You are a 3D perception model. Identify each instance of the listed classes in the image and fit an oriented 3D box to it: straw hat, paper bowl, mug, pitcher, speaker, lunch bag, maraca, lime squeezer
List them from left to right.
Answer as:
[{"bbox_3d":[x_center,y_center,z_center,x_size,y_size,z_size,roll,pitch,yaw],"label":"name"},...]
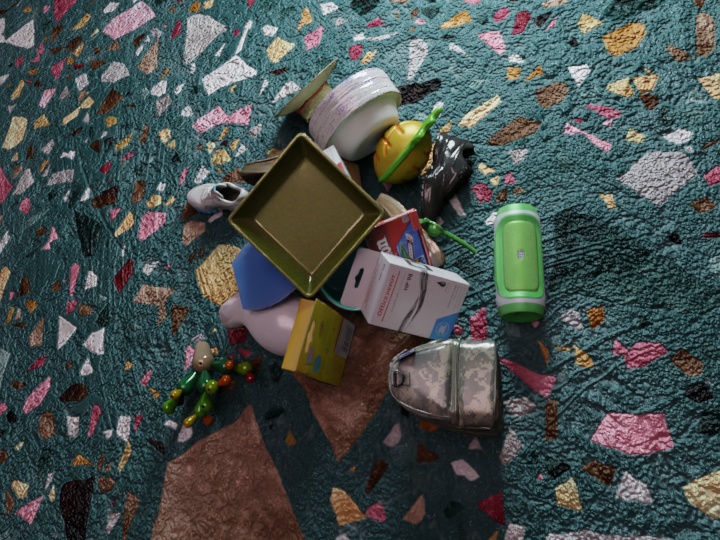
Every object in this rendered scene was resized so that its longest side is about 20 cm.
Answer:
[{"bbox_3d":[-0.162,0.075,1.059,0.198,0.122,0.173,17,62,35],"label":"pitcher"},{"bbox_3d":[-0.099,-0.385,1.213,0.201,0.201,0.085,-43,106,0],"label":"straw hat"},{"bbox_3d":[-0.010,0.005,1.018,0.185,0.114,0.153,41,83,-14],"label":"mug"},{"bbox_3d":[0.000,-0.308,1.094,0.200,0.201,0.105,-37,84,3],"label":"paper bowl"},{"bbox_3d":[0.096,-0.249,1.057,0.106,0.200,0.138,36,51,-10],"label":"maraca"},{"bbox_3d":[0.124,-0.064,0.977,0.197,0.038,0.072,-2,64,-13],"label":"lime squeezer"},{"bbox_3d":[0.143,0.191,0.855,0.165,0.200,0.142,-3,68,16],"label":"lunch bag"},{"bbox_3d":[0.284,-0.014,0.947,0.087,0.088,0.203,-3,69,18],"label":"speaker"}]

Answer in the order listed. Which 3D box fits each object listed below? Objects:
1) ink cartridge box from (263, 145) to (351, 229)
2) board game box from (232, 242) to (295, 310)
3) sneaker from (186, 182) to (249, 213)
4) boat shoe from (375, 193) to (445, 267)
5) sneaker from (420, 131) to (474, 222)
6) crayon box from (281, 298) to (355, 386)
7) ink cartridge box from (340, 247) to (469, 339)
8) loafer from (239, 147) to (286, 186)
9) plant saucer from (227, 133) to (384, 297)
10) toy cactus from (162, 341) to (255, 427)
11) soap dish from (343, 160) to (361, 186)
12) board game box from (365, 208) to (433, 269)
[{"bbox_3d":[-0.107,-0.130,1.011,0.198,0.083,0.148,-28,42,6],"label":"ink cartridge box"},{"bbox_3d":[-0.168,-0.002,1.040,0.157,0.039,0.201,-31,47,5],"label":"board game box"},{"bbox_3d":[-0.328,-0.177,1.219,0.197,0.087,0.076,6,74,22],"label":"sneaker"},{"bbox_3d":[0.082,-0.071,1.043,0.069,0.074,0.200,-38,64,-5],"label":"boat shoe"},{"bbox_3d":[0.175,-0.183,1.058,0.089,0.076,0.203,15,79,15],"label":"sneaker"},{"bbox_3d":[-0.077,0.130,0.951,0.050,0.200,0.129,10,74,21],"label":"crayon box"},{"bbox_3d":[0.076,0.044,0.925,0.197,0.067,0.117,14,105,-18],"label":"ink cartridge box"},{"bbox_3d":[-0.177,-0.235,1.199,0.197,0.076,0.068,-4,68,7],"label":"loafer"},{"bbox_3d":[-0.091,-0.093,0.910,0.199,0.048,0.200,43,98,1],"label":"plant saucer"},{"bbox_3d":[-0.307,0.219,1.074,0.199,0.102,0.166,-33,45,7],"label":"toy cactus"},{"bbox_3d":[-0.093,-0.142,1.127,0.197,0.081,0.160,-13,67,13],"label":"soap dish"},{"bbox_3d":[0.081,-0.001,0.959,0.102,0.202,0.019,-22,22,-5],"label":"board game box"}]
